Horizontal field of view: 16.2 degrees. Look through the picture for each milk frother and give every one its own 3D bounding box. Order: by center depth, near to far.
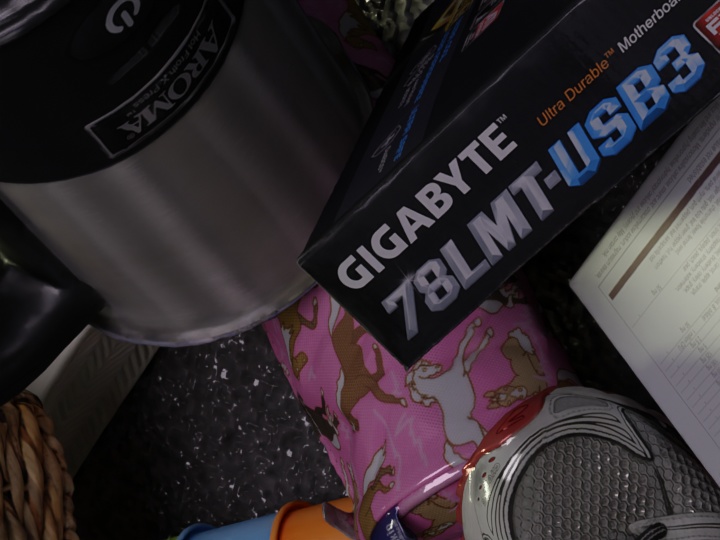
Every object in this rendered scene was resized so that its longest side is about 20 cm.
[{"bbox_3d":[-0.121,-0.080,0.713,0.180,0.188,0.200,-33,61,1],"label":"milk frother"}]

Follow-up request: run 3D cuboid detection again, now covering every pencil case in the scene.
[{"bbox_3d":[0.000,0.000,0.791,0.086,0.083,0.201,-22,62,-10],"label":"pencil case"}]

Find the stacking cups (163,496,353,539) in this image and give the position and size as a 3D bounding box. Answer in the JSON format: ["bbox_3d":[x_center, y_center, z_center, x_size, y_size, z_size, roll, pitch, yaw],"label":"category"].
[{"bbox_3d":[-0.036,0.107,0.846,0.199,0.060,0.061,-18,83,29],"label":"stacking cups"}]

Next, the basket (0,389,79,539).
[{"bbox_3d":[-0.183,0.127,0.787,0.142,0.149,0.201,3,84,35],"label":"basket"}]

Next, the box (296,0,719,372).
[{"bbox_3d":[0.081,-0.086,0.698,0.050,0.200,0.198,43,116,-9],"label":"box"}]

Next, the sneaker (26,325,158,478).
[{"bbox_3d":[-0.148,0.054,0.906,0.084,0.075,0.200,43,104,24],"label":"sneaker"}]

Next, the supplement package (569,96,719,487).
[{"bbox_3d":[0.171,0.035,0.680,0.200,0.109,0.114,55,146,15],"label":"supplement package"}]

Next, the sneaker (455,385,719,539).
[{"bbox_3d":[0.106,0.112,0.713,0.078,0.082,0.200,-44,105,-7],"label":"sneaker"}]
